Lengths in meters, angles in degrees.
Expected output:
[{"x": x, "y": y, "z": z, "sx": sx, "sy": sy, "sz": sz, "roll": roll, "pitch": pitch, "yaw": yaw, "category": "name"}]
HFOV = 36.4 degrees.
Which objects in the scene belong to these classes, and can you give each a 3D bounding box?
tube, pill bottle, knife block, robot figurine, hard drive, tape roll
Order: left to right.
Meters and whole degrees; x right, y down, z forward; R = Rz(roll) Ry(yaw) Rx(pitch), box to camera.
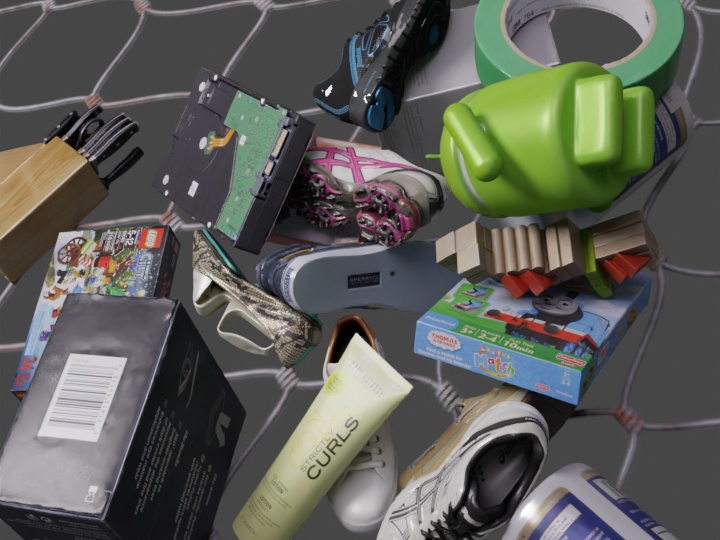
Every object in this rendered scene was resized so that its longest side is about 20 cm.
[{"x": -0.335, "y": -0.096, "z": 1.262, "sx": 0.173, "sy": 0.064, "sz": 0.202, "roll": -10, "pitch": 53, "yaw": 10, "category": "knife block"}, {"x": -0.131, "y": -0.114, "z": 1.099, "sx": 0.199, "sy": 0.038, "sz": 0.141, "roll": 32, "pitch": 100, "yaw": 51, "category": "hard drive"}, {"x": -0.037, "y": 0.156, "z": 0.947, "sx": 0.058, "sy": 0.052, "sz": 0.201, "roll": 35, "pitch": 98, "yaw": -8, "category": "tube"}, {"x": 0.149, "y": -0.107, "z": 0.921, "sx": 0.199, "sy": 0.174, "sz": 0.118, "roll": -6, "pitch": 81, "yaw": 49, "category": "robot figurine"}, {"x": 0.208, "y": -0.225, "z": 1.055, "sx": 0.197, "sy": 0.048, "sz": 0.203, "roll": -4, "pitch": 52, "yaw": 5, "category": "tape roll"}, {"x": 0.220, "y": -0.111, "z": 1.068, "sx": 0.199, "sy": 0.112, "sz": 0.111, "roll": -37, "pitch": 53, "yaw": -19, "category": "pill bottle"}, {"x": 0.207, "y": 0.248, "z": 0.821, "sx": 0.111, "sy": 0.112, "sz": 0.200, "roll": -40, "pitch": 54, "yaw": -14, "category": "pill bottle"}]

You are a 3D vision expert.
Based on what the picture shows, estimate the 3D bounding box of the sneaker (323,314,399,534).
[{"x": -0.009, "y": 0.132, "z": 0.988, "sx": 0.072, "sy": 0.085, "sz": 0.202, "roll": -10, "pitch": 54, "yaw": 7, "category": "sneaker"}]

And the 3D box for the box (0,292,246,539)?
[{"x": -0.201, "y": 0.158, "z": 0.951, "sx": 0.116, "sy": 0.201, "sz": 0.199, "roll": 3, "pitch": 55, "yaw": 17, "category": "box"}]

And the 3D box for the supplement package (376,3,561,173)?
[{"x": 0.111, "y": -0.193, "z": 1.165, "sx": 0.197, "sy": 0.120, "sz": 0.123, "roll": -12, "pitch": 51, "yaw": 8, "category": "supplement package"}]

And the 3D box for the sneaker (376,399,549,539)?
[{"x": 0.075, "y": 0.189, "z": 0.868, "sx": 0.075, "sy": 0.088, "sz": 0.201, "roll": 35, "pitch": 94, "yaw": -1, "category": "sneaker"}]

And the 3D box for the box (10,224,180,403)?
[{"x": -0.276, "y": 0.046, "z": 1.158, "sx": 0.134, "sy": 0.038, "sz": 0.202, "roll": -4, "pitch": 54, "yaw": 14, "category": "box"}]

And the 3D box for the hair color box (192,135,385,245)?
[{"x": -0.069, "y": -0.084, "z": 1.153, "sx": 0.197, "sy": 0.064, "sz": 0.113, "roll": 11, "pitch": 82, "yaw": 22, "category": "hair color box"}]

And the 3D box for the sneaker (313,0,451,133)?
[{"x": 0.025, "y": -0.231, "z": 1.095, "sx": 0.081, "sy": 0.074, "sz": 0.201, "roll": 18, "pitch": 61, "yaw": 29, "category": "sneaker"}]

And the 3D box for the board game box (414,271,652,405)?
[{"x": 0.159, "y": 0.038, "z": 0.978, "sx": 0.149, "sy": 0.037, "sz": 0.200, "roll": 16, "pitch": 29, "yaw": 25, "category": "board game box"}]

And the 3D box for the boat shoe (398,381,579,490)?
[{"x": 0.113, "y": 0.132, "z": 0.965, "sx": 0.199, "sy": 0.072, "sz": 0.076, "roll": -39, "pitch": 42, "yaw": -13, "category": "boat shoe"}]

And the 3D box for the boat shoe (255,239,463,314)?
[{"x": 0.000, "y": 0.000, "z": 1.061, "sx": 0.198, "sy": 0.072, "sz": 0.091, "roll": -1, "pitch": 10, "yaw": -31, "category": "boat shoe"}]

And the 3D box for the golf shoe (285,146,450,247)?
[{"x": -0.002, "y": -0.082, "z": 1.064, "sx": 0.198, "sy": 0.073, "sz": 0.092, "roll": 22, "pitch": 43, "yaw": 36, "category": "golf shoe"}]

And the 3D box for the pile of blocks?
[{"x": 0.165, "y": 0.001, "z": 0.956, "sx": 0.197, "sy": 0.083, "sz": 0.063, "roll": -3, "pitch": 56, "yaw": 5, "category": "pile of blocks"}]

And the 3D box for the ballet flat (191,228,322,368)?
[{"x": -0.124, "y": 0.032, "z": 1.111, "sx": 0.199, "sy": 0.068, "sz": 0.075, "roll": 37, "pitch": 80, "yaw": 30, "category": "ballet flat"}]
